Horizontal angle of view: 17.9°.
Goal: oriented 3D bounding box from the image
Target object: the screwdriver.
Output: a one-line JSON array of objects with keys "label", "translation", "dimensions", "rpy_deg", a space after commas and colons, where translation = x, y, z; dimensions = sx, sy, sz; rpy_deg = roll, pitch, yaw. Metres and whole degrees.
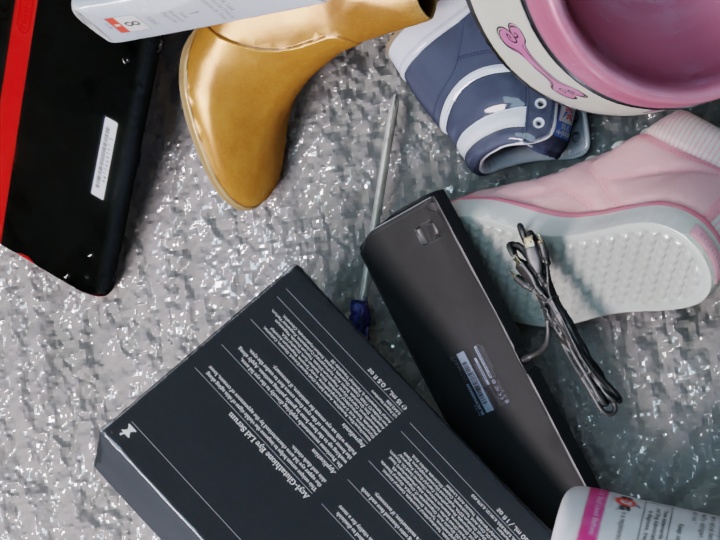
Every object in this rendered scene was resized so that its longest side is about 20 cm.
[{"label": "screwdriver", "translation": [0.000, 0.000, 1.271], "dimensions": [0.029, 0.028, 0.200], "rpy_deg": [4, 90, -6]}]

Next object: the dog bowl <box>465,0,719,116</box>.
[{"label": "dog bowl", "translation": [0.152, -0.170, 1.140], "dimensions": [0.200, 0.074, 0.200], "rpy_deg": [-5, 105, -19]}]

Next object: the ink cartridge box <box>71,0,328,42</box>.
[{"label": "ink cartridge box", "translation": [-0.050, -0.210, 1.173], "dimensions": [0.200, 0.050, 0.162], "rpy_deg": [-9, 64, 28]}]

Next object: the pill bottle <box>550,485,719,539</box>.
[{"label": "pill bottle", "translation": [0.188, 0.180, 1.122], "dimensions": [0.200, 0.113, 0.114], "rpy_deg": [11, 89, 10]}]

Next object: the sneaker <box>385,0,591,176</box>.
[{"label": "sneaker", "translation": [0.116, -0.131, 1.215], "dimensions": [0.200, 0.070, 0.109], "rpy_deg": [-36, 69, 22]}]

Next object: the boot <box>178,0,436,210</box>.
[{"label": "boot", "translation": [-0.025, -0.129, 1.242], "dimensions": [0.144, 0.071, 0.201], "rpy_deg": [2, 106, 31]}]

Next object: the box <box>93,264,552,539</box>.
[{"label": "box", "translation": [-0.022, 0.121, 1.195], "dimensions": [0.141, 0.079, 0.200], "rpy_deg": [-40, 81, -22]}]

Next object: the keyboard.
[{"label": "keyboard", "translation": [0.081, 0.049, 1.198], "dimensions": [0.127, 0.021, 0.200], "rpy_deg": [-28, 90, 48]}]

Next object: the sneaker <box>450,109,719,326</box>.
[{"label": "sneaker", "translation": [0.130, -0.030, 1.207], "dimensions": [0.200, 0.105, 0.075], "rpy_deg": [-1, 127, 46]}]

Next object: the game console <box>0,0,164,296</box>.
[{"label": "game console", "translation": [-0.197, -0.101, 1.314], "dimensions": [0.177, 0.031, 0.200], "rpy_deg": [28, 127, 18]}]
